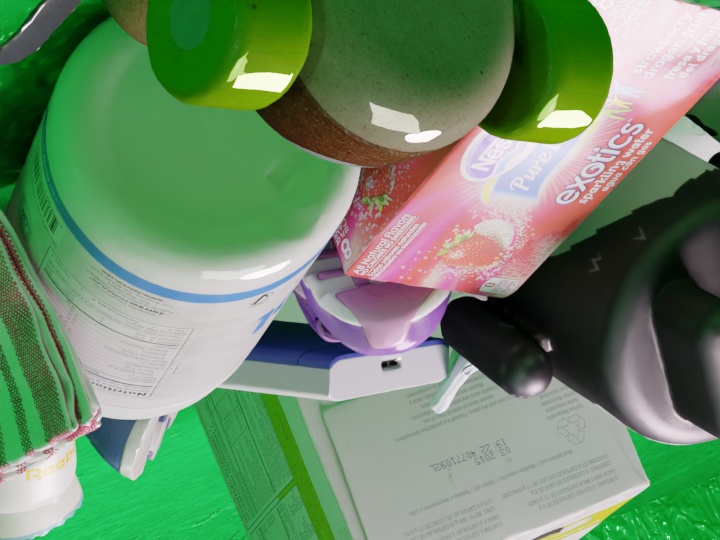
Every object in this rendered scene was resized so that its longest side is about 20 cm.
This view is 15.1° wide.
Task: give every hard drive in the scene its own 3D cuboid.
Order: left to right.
[{"bbox_3d":[-0.071,0.043,1.459,0.200,0.025,0.132,5,-174,29],"label":"hard drive"}]

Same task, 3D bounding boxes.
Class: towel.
[{"bbox_3d":[-0.220,0.045,1.171,0.200,0.146,0.030,-29,179,21],"label":"towel"}]

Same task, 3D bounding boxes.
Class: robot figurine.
[{"bbox_3d":[0.129,0.002,1.243,0.150,0.200,0.125,11,104,-34],"label":"robot figurine"}]

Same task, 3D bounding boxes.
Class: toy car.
[{"bbox_3d":[-0.041,-0.097,0.964,0.164,0.158,0.200,4,164,-39],"label":"toy car"}]

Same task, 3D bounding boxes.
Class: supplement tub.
[{"bbox_3d":[-0.085,-0.024,1.175,0.132,0.132,0.200,-19,167,-21],"label":"supplement tub"}]

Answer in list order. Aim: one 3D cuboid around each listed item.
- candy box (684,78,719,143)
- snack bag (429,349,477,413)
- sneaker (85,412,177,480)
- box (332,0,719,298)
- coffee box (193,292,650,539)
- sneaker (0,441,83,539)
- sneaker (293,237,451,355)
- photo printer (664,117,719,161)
[{"bbox_3d":[0.205,-0.122,1.271,0.136,0.061,0.200,-32,137,25],"label":"candy box"},{"bbox_3d":[0.098,-0.023,1.461,0.200,0.021,0.189,123,-8,-62],"label":"snack bag"},{"bbox_3d":[-0.120,0.007,1.335,0.081,0.115,0.199,-65,176,38],"label":"sneaker"},{"bbox_3d":[0.067,-0.087,1.148,0.095,0.100,0.200,8,140,-35],"label":"box"},{"bbox_3d":[0.031,0.105,1.734,0.200,0.200,0.198,-18,166,-22],"label":"coffee box"},{"bbox_3d":[-0.214,0.051,1.235,0.077,0.200,0.081,-47,146,-47],"label":"sneaker"},{"bbox_3d":[0.000,0.000,1.287,0.080,0.088,0.200,-4,-155,-10],"label":"sneaker"},{"bbox_3d":[0.223,-0.075,1.648,0.166,0.069,0.200,-13,163,-41],"label":"photo printer"}]
